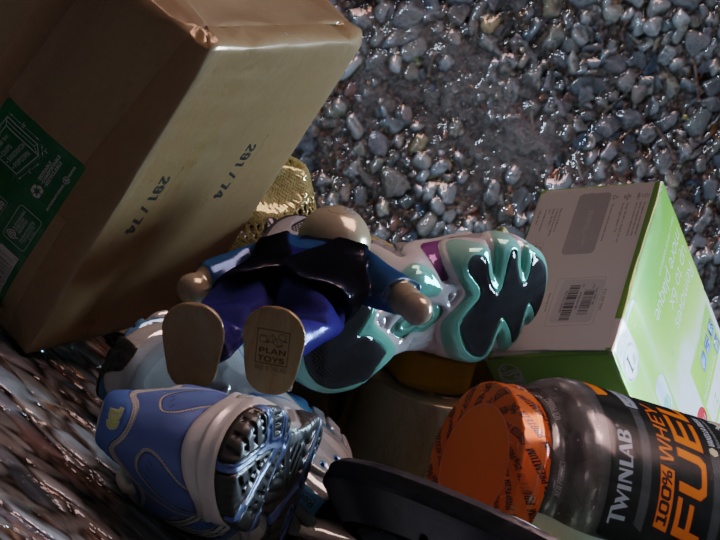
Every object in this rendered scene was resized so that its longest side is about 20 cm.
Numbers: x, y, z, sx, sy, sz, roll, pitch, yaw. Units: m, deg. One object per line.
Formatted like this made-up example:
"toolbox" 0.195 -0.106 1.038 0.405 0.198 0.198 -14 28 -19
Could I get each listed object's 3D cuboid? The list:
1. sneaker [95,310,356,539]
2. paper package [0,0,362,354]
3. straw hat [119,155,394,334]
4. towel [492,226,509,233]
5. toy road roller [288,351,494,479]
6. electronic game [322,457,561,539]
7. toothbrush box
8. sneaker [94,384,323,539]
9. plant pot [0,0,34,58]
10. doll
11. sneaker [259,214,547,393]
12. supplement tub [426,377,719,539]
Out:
"sneaker" -0.051 0.089 1.329 0.200 0.075 0.087 35 5 -41
"paper package" -0.119 -0.073 1.362 0.103 0.201 0.190 40 21 16
"straw hat" -0.073 -0.029 1.544 0.201 0.199 0.086 -132 -147 -65
"towel" 0.076 0.080 1.674 0.201 0.147 0.036 67 25 -11
"toy road roller" 0.043 0.084 1.567 0.145 0.124 0.200 11 17 -21
"electronic game" 0.072 0.143 1.268 0.199 0.042 0.200 26 -12 6
"toothbrush box" 0.161 0.068 1.577 0.085 0.146 0.201 -3 -47 26
"sneaker" -0.068 0.087 1.207 0.076 0.076 0.200 16 -14 12
"plant pot" -0.180 -0.116 1.526 0.187 0.200 0.187 38 5 -4
"doll" -0.031 0.012 1.287 0.135 0.049 0.200 3 17 13
"sneaker" 0.000 0.000 1.454 0.199 0.078 0.140 -9 27 -42
"supplement tub" 0.143 0.131 1.430 0.199 0.123 0.123 17 15 -29
